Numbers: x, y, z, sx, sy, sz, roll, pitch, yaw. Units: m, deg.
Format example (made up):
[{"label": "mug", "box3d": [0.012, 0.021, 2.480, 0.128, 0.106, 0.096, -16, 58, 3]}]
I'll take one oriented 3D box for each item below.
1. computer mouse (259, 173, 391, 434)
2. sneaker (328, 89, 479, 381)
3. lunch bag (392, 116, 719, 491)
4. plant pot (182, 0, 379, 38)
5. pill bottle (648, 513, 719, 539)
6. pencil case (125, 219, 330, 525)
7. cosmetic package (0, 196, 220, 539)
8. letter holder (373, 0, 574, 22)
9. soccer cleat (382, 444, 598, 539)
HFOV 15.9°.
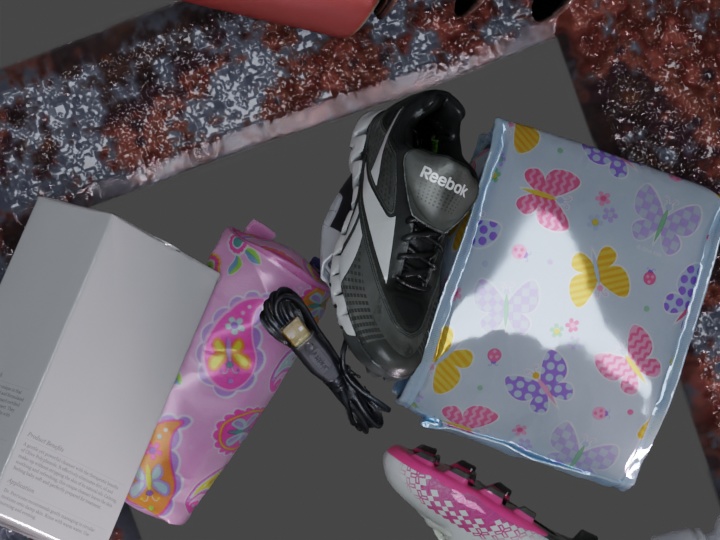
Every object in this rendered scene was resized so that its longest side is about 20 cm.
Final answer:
[{"label": "computer mouse", "box3d": [0.000, 0.000, 1.653, 0.044, 0.200, 0.110, -23, 122, 42]}, {"label": "sneaker", "box3d": [0.031, -0.031, 1.593, 0.066, 0.090, 0.200, 22, 55, -27]}, {"label": "lunch bag", "box3d": [0.125, 0.024, 1.659, 0.169, 0.127, 0.200, 18, 83, -3]}, {"label": "plant pot", "box3d": [-0.059, -0.244, 1.607, 0.177, 0.200, 0.201, 24, 94, -14]}, {"label": "pill bottle", "box3d": [0.296, 0.200, 1.683, 0.199, 0.113, 0.114, -13, 95, 0]}, {"label": "pencil case", "box3d": [-0.099, 0.066, 1.679, 0.087, 0.087, 0.200, 31, 93, -4]}, {"label": "cosmetic package", "box3d": [-0.182, 0.067, 1.615, 0.108, 0.085, 0.200, 34, 74, -43]}, {"label": "letter holder", "box3d": [0.084, -0.194, 1.599, 0.100, 0.200, 0.142, 33, 94, -4]}, {"label": "soccer cleat", "box3d": [0.091, 0.190, 1.699, 0.200, 0.070, 0.086, 30, 94, -4]}]
